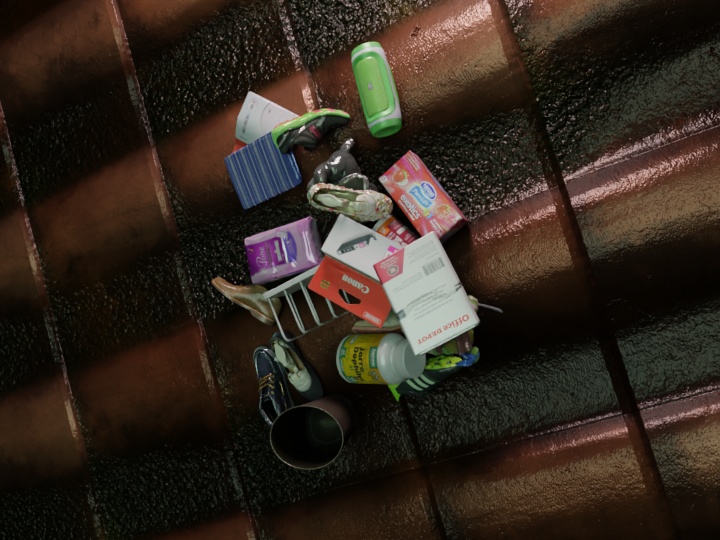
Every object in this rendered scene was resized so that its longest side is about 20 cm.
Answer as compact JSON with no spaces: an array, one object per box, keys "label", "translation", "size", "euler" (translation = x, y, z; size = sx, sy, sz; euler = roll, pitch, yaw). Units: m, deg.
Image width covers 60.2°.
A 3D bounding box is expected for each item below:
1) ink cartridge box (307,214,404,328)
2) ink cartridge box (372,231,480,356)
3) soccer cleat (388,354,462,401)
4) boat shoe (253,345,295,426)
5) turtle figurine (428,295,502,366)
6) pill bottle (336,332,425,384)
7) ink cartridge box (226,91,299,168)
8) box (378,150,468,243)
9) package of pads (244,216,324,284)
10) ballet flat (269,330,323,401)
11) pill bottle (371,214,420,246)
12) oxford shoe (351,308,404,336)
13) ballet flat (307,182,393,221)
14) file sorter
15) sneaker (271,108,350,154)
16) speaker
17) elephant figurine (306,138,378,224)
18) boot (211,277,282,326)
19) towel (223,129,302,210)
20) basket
[{"label":"ink cartridge box","translation":[0.000,0.000,1.353],"size":[0.197,0.044,0.176],"euler":[27,81,14]},{"label":"ink cartridge box","translation":[0.133,0.050,1.242],"size":[0.142,0.084,0.203],"euler":[-28,77,8]},{"label":"soccer cleat","translation":[0.154,0.249,1.433],"size":[0.197,0.067,0.083],"euler":[-20,100,29]},{"label":"boat shoe","translation":[-0.226,0.287,1.550],"size":[0.070,0.091,0.204],"euler":[-28,82,17]},{"label":"turtle figurine","translation":[0.185,0.107,1.355],"size":[0.143,0.201,0.195],"euler":[-34,101,38]},{"label":"pill bottle","translation":[0.047,0.200,1.409],"size":[0.197,0.111,0.116],"euler":[-7,88,43]},{"label":"ink cartridge box","translation":[-0.252,-0.326,1.577],"size":[0.160,0.057,0.203],"euler":[28,95,16]},{"label":"box","translation":[0.144,-0.160,1.414],"size":[0.099,0.095,0.202],"euler":[-39,79,14]},{"label":"package of pads","translation":[-0.186,-0.048,1.542],"size":[0.196,0.075,0.124],"euler":[-16,83,19]},{"label":"ballet flat","translation":[-0.165,0.242,1.541],"size":[0.072,0.073,0.202],"euler":[-36,80,16]},{"label":"pill bottle","translation":[0.109,-0.027,1.420],"size":[0.199,0.109,0.110],"euler":[40,102,15]},{"label":"oxford shoe","translation":[0.074,0.121,1.468],"size":[0.195,0.071,0.076],"euler":[-4,63,20]},{"label":"ballet flat","translation":[-0.026,-0.147,1.378],"size":[0.194,0.064,0.078],"euler":[8,103,4]},{"label":"file sorter","translation":[-0.101,0.067,1.481],"size":[0.197,0.138,0.127],"euler":[-27,85,17]},{"label":"sneaker","translation":[-0.117,-0.337,1.502],"size":[0.196,0.077,0.086],"euler":[-20,111,-6]},{"label":"speaker","translation":[0.038,-0.422,1.455],"size":[0.087,0.088,0.205],"euler":[-16,85,18]},{"label":"elephant figurine","translation":[-0.016,-0.172,1.462],"size":[0.199,0.141,0.156],"euler":[41,135,11]},{"label":"boot","translation":[-0.287,0.060,1.585],"size":[0.197,0.074,0.077],"euler":[30,92,7]},{"label":"towel","translation":[-0.245,-0.255,1.566],"size":[0.197,0.024,0.148],"euler":[-19,95,29]},{"label":"basket","translation":[-0.090,0.364,1.445],"size":[0.176,0.199,0.140],"euler":[-7,88,18]}]
